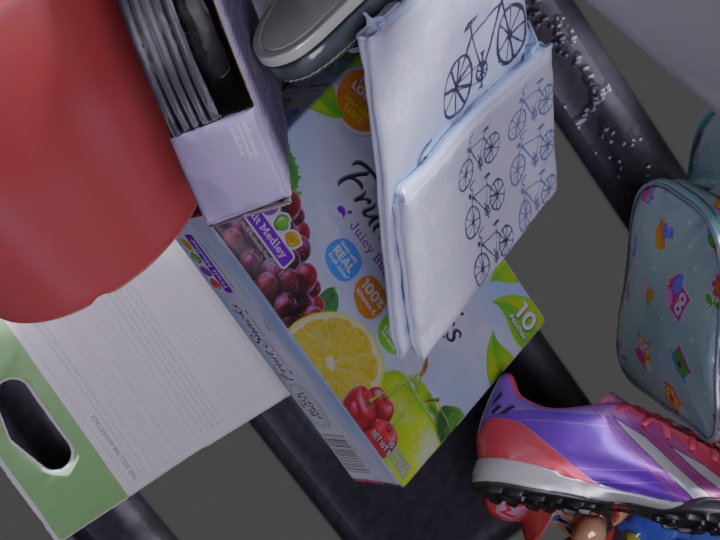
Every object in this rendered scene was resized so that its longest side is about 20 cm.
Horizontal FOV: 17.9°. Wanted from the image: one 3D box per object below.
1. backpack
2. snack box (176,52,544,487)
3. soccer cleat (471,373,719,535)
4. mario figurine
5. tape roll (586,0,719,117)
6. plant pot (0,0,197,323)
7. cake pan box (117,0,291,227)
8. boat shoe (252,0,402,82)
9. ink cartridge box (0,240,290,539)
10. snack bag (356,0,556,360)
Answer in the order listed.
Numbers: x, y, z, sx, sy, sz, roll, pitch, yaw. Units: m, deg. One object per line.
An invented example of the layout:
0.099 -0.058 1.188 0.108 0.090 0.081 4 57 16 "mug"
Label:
0.236 0.001 1.294 0.153 0.176 0.201 6 104 -18 "backpack"
0.000 0.000 1.276 0.142 0.053 0.200 -48 116 -27 "snack box"
0.165 0.106 1.291 0.199 0.068 0.073 8 76 1 "soccer cleat"
0.168 0.149 1.366 0.199 0.106 0.124 10 91 -20 "mario figurine"
0.218 -0.187 1.192 0.202 0.139 0.203 -32 148 -23 "tape roll"
-0.183 -0.082 1.173 0.200 0.201 0.178 -34 122 1 "plant pot"
-0.087 -0.138 1.158 0.052 0.200 0.185 -21 114 5 "cake pan box"
0.013 -0.145 1.196 0.073 0.200 0.062 -9 119 36 "boat shoe"
-0.127 0.041 1.296 0.200 0.048 0.146 -32 113 0 "ink cartridge box"
0.058 -0.081 1.223 0.021 0.189 0.201 11 126 27 "snack bag"
